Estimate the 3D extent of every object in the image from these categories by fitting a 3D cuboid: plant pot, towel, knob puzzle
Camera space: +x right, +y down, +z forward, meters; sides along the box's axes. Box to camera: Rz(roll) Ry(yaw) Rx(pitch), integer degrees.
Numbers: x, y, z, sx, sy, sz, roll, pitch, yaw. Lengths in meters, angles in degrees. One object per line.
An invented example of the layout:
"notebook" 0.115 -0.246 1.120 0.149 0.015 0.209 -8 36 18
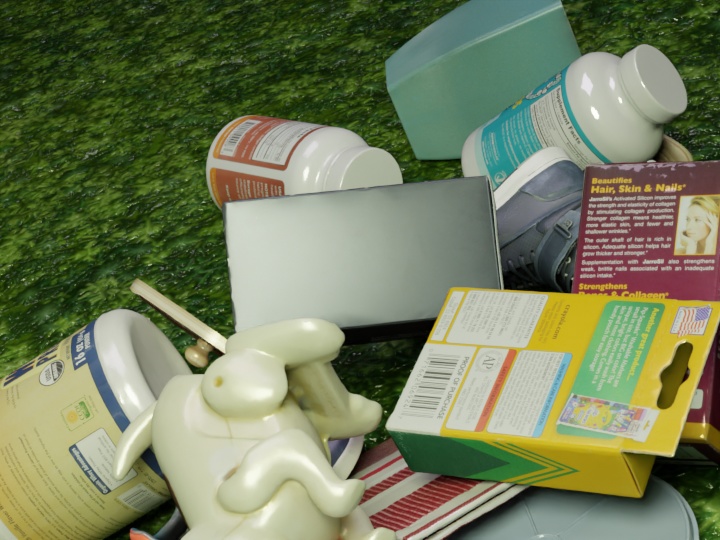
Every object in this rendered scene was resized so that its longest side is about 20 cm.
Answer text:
"plant pot" 0.134 -0.203 1.744 0.199 0.142 0.141 -21 24 9
"towel" 0.048 0.147 1.161 0.144 0.023 0.200 -28 12 -20
"knob puzzle" -0.111 0.070 1.301 0.031 0.220 0.219 -54 34 -6

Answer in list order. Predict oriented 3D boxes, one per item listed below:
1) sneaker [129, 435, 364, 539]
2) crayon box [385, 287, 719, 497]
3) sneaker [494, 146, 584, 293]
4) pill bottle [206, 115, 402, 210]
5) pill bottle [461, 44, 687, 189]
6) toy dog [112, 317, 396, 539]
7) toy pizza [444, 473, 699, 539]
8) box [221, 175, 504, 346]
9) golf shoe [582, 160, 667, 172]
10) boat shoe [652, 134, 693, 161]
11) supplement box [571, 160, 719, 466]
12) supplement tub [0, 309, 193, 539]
"sneaker" -0.080 0.148 1.174 0.200 0.085 0.075 -45 18 -28
"crayon box" 0.131 0.077 1.076 0.199 0.052 0.126 2 49 32
"sneaker" 0.137 0.008 1.379 0.202 0.077 0.146 -45 55 4
"pill bottle" -0.055 -0.091 1.656 0.112 0.113 0.200 -34 31 -32
"pill bottle" 0.193 -0.122 1.483 0.200 0.111 0.111 -33 12 38
"toy dog" -0.075 0.151 1.049 0.193 0.140 0.201 -3 53 6
"toy pizza" 0.121 0.191 1.076 0.199 0.032 0.200 -14 27 7
"box" 0.000 0.000 1.271 0.199 0.105 0.182 -6 -5 -3
"golf shoe" 0.264 -0.043 1.386 0.199 0.095 0.078 5 32 36
"boat shoe" 0.234 -0.111 1.566 0.200 0.072 0.064 16 17 38
"supplement box" 0.211 0.030 1.158 0.110 0.086 0.201 -1 71 30
"supplement tub" -0.221 0.135 1.233 0.200 0.145 0.145 -31 24 8
